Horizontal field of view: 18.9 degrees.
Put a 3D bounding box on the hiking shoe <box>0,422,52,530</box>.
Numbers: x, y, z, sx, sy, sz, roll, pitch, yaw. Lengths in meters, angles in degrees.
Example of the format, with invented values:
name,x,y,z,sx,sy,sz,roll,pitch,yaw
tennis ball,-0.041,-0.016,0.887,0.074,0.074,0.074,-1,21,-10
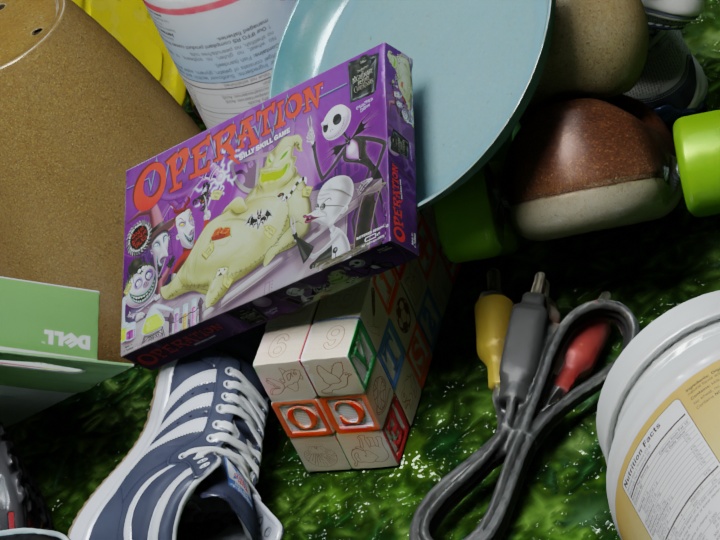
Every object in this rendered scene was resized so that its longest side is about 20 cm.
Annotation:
name,x,y,z,sx,sy,sz,roll,pitch,yaw
hiking shoe,-0.223,0.154,1.201,0.100,0.076,0.200,-24,37,-4

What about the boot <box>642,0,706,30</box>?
name,x,y,z,sx,sy,sz,roll,pitch,yaw
boot,0.120,-0.149,1.301,0.072,0.091,0.199,-5,20,-43

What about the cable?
name,x,y,z,sx,sy,sz,roll,pitch,yaw
cable,0.090,0.082,1.151,0.096,0.050,0.201,9,59,15

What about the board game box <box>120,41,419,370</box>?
name,x,y,z,sx,sy,sz,roll,pitch,yaw
board game box,-0.053,-0.032,1.168,0.199,0.032,0.121,-24,52,35

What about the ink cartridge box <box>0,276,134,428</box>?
name,x,y,z,sx,sy,sz,roll,pitch,yaw
ink cartridge box,-0.214,0.041,1.234,0.200,0.103,0.060,-24,61,57

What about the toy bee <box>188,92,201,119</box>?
name,x,y,z,sx,sy,sz,roll,pitch,yaw
toy bee,-0.041,-0.186,1.478,0.199,0.109,0.131,-34,37,-9

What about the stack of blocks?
name,x,y,z,sx,sy,sz,roll,pitch,yaw
stack of blocks,0.000,0.000,1.222,0.058,0.116,0.201,-6,41,24

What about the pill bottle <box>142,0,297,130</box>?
name,x,y,z,sx,sy,sz,roll,pitch,yaw
pill bottle,-0.054,-0.126,1.335,0.108,0.201,0.109,-16,38,13

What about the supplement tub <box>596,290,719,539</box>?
name,x,y,z,sx,sy,sz,roll,pitch,yaw
supplement tub,0.192,0.112,0.946,0.143,0.145,0.201,-25,36,1

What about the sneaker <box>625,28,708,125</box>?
name,x,y,z,sx,sy,sz,roll,pitch,yaw
sneaker,0.159,-0.161,1.347,0.076,0.086,0.201,-21,37,7

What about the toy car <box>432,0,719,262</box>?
name,x,y,z,sx,sy,sz,roll,pitch,yaw
toy car,0.116,-0.118,1.196,0.163,0.202,0.158,-10,0,11

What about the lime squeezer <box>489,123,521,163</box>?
name,x,y,z,sx,sy,sz,roll,pitch,yaw
lime squeezer,0.071,-0.095,1.312,0.037,0.071,0.200,-25,-3,11

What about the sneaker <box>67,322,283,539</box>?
name,x,y,z,sx,sy,sz,roll,pitch,yaw
sneaker,-0.074,0.093,1.172,0.108,0.070,0.201,-10,43,50

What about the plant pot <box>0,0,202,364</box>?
name,x,y,z,sx,sy,sz,roll,pitch,yaw
plant pot,-0.184,-0.070,1.347,0.185,0.201,0.187,-17,37,13

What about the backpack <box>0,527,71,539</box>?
name,x,y,z,sx,sy,sz,roll,pitch,yaw
backpack,-0.207,0.222,1.033,0.198,0.151,0.179,-6,57,15

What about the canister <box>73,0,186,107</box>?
name,x,y,z,sx,sy,sz,roll,pitch,yaw
canister,-0.236,-0.132,1.472,0.199,0.148,0.087,-16,57,28

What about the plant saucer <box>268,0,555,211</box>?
name,x,y,z,sx,sy,sz,roll,pitch,yaw
plant saucer,0.030,-0.116,1.164,0.199,0.027,0.202,-22,56,36
